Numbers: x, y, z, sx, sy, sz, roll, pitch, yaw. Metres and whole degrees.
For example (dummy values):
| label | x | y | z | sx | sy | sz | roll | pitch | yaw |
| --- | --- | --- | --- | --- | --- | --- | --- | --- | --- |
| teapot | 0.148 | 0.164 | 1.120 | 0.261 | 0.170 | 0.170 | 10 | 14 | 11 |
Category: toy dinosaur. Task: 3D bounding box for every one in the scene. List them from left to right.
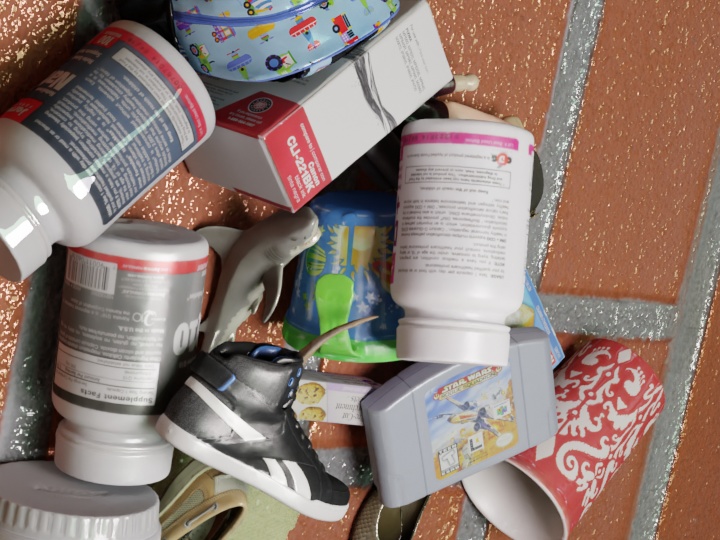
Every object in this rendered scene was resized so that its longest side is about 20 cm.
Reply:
| label | x | y | z | sx | sy | sz | roll | pitch | yaw |
| --- | --- | --- | --- | --- | --- | --- | --- | --- | --- |
| toy dinosaur | -0.075 | 0.100 | 1.584 | 0.106 | 0.060 | 0.200 | -45 | 176 | -43 |

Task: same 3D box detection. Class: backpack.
| label | x | y | z | sx | sy | sz | roll | pitch | yaw |
| --- | --- | --- | --- | --- | --- | --- | --- | --- | --- |
| backpack | -0.078 | -0.227 | 1.467 | 0.183 | 0.200 | 0.135 | -33 | 124 | -30 |

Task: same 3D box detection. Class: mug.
| label | x | y | z | sx | sy | sz | roll | pitch | yaw |
| --- | --- | --- | --- | --- | --- | --- | --- | --- | --- |
| mug | 0.205 | 0.178 | 1.939 | 0.133 | 0.178 | 0.200 | 47 | 61 | -3 |

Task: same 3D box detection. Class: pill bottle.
| label | x | y | z | sx | sy | sz | roll | pitch | yaw |
| --- | --- | --- | --- | --- | --- | --- | --- | --- | --- |
| pill bottle | -0.219 | -0.089 | 1.439 | 0.200 | 0.120 | 0.120 | -45 | 129 | -24 |
| pill bottle | -0.190 | 0.065 | 1.520 | 0.114 | 0.114 | 0.200 | -3 | 106 | -42 |
| pill bottle | 0.084 | -0.022 | 1.575 | 0.113 | 0.113 | 0.200 | 8 | 84 | -44 |

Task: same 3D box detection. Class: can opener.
| label | x | y | z | sx | sy | sz | roll | pitch | yaw |
| --- | --- | --- | --- | --- | --- | --- | --- | --- | --- |
| can opener | 0.037 | -0.096 | 1.679 | 0.200 | 0.053 | 0.067 | 40 | 72 | -51 |

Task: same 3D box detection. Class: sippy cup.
| label | x | y | z | sx | sy | sz | roll | pitch | yaw |
| --- | --- | --- | --- | --- | --- | --- | --- | --- | --- |
| sippy cup | 0.000 | 0.000 | 1.656 | 0.140 | 0.178 | 0.130 | -4 | 108 | -21 |

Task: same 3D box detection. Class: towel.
| label | x | y | z | sx | sy | sz | roll | pitch | yaw |
| --- | --- | --- | --- | --- | --- | --- | --- | --- | --- |
| towel | -0.133 | 0.210 | 1.674 | 0.200 | 0.036 | 0.148 | 30 | 83 | -42 |

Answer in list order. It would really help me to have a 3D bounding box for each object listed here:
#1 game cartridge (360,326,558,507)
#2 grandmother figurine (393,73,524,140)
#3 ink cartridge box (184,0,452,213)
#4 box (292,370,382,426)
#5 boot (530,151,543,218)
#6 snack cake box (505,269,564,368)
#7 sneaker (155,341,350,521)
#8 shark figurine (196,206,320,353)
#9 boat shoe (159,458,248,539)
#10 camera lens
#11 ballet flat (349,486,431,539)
| label | x | y | z | sx | sy | sz | roll | pitch | yaw |
| --- | --- | --- | --- | --- | --- | --- | --- | --- | --- |
| game cartridge | 0.098 | 0.133 | 1.781 | 0.200 | 0.042 | 0.133 | -22 | 127 | -21 |
| grandmother figurine | 0.064 | -0.132 | 1.731 | 0.200 | 0.061 | 0.121 | 21 | 92 | -42 |
| ink cartridge box | -0.044 | -0.152 | 1.561 | 0.200 | 0.144 | 0.084 | -42 | 129 | -24 |
| box | -0.058 | 0.113 | 1.709 | 0.200 | 0.039 | 0.041 | 11 | 98 | -44 |
| boot | 0.128 | -0.030 | 1.700 | 0.138 | 0.077 | 0.200 | 5 | 88 | -58 |
| snack cake box | 0.111 | 0.044 | 1.823 | 0.115 | 0.067 | 0.200 | -45 | 129 | -23 |
| sneaker | -0.060 | 0.125 | 1.515 | 0.200 | 0.073 | 0.112 | 30 | 92 | -38 |
| shark figurine | -0.117 | 0.009 | 1.614 | 0.089 | 0.128 | 0.215 | 30 | 107 | -15 |
| boat shoe | -0.161 | 0.244 | 1.571 | 0.072 | 0.076 | 0.200 | 18 | 119 | -35 |
| camera lens | -0.247 | 0.269 | 1.502 | 0.160 | 0.160 | 0.200 | 1 | 103 | -43 |
| ballet flat | 0.047 | 0.221 | 1.836 | 0.067 | 0.046 | 0.200 | 31 | 82 | -43 |
